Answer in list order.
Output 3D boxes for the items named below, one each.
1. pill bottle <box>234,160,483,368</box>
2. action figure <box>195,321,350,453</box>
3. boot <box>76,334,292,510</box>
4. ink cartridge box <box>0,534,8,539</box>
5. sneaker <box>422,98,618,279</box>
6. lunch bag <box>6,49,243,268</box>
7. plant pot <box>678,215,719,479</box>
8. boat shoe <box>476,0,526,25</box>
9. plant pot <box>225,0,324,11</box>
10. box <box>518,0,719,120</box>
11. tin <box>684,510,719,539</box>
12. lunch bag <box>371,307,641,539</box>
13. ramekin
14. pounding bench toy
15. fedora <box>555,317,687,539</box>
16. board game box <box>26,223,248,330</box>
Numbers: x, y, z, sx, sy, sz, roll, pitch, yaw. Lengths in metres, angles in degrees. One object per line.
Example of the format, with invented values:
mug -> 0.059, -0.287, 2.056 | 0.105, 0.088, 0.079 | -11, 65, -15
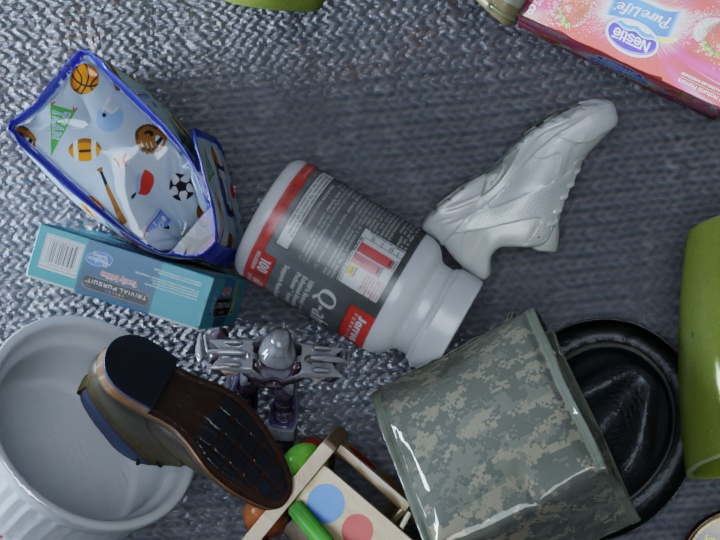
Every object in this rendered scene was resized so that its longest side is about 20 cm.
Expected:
pill bottle -> 0.000, 0.000, 1.612 | 0.199, 0.116, 0.116 | 31, 92, 5
action figure -> -0.079, 0.087, 1.576 | 0.129, 0.200, 0.070 | 14, 64, -3
boot -> -0.149, 0.134, 1.546 | 0.200, 0.097, 0.075 | 43, 57, -12
ink cartridge box -> -0.387, 0.191, 1.644 | 0.145, 0.087, 0.200 | -41, 89, 17
sneaker -> 0.156, -0.069, 1.628 | 0.200, 0.078, 0.100 | -38, 93, 12
lunch bag -> -0.185, -0.084, 1.602 | 0.200, 0.170, 0.124 | 44, 91, 5
plant pot -> 0.343, 0.055, 1.561 | 0.185, 0.187, 0.202 | -13, 74, 4
boat shoe -> 0.068, -0.274, 1.600 | 0.200, 0.073, 0.064 | 30, 99, 32
plant pot -> -0.068, -0.331, 1.601 | 0.185, 0.187, 0.202 | 8, 105, 5
box -> 0.244, -0.219, 1.603 | 0.199, 0.095, 0.100 | 26, 93, 4
tin -> 0.376, 0.275, 1.620 | 0.198, 0.042, 0.113 | 16, 95, 4
lunch bag -> 0.111, 0.142, 1.512 | 0.163, 0.118, 0.201 | -28, 49, 8
ramekin -> -0.249, 0.150, 1.594 | 0.201, 0.200, 0.098 | 49, 133, 3
pounding bench toy -> -0.021, 0.226, 1.571 | 0.156, 0.200, 0.124 | 41, 93, 3
fedora -> 0.207, 0.141, 1.605 | 0.198, 0.092, 0.203 | 0, 90, 4
board game box -> -0.186, 0.007, 1.585 | 0.150, 0.200, 0.047 | 18, 90, 5
